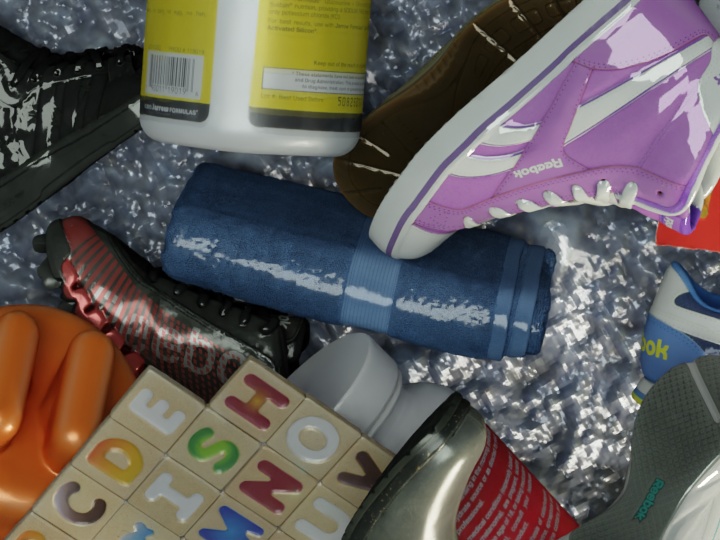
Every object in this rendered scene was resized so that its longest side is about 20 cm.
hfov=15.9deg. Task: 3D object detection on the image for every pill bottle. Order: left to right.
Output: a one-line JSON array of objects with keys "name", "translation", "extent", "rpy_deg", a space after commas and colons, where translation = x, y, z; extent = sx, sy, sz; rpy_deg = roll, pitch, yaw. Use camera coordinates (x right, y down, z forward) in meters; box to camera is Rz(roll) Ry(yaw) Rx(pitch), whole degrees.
[{"name": "pill bottle", "translation": [-0.047, -0.160, 1.263], "extent": [0.111, 0.112, 0.202], "rpy_deg": [6, 96, 5]}, {"name": "pill bottle", "translation": [0.037, 0.131, 1.295], "extent": [0.112, 0.112, 0.200], "rpy_deg": [-40, 108, 8]}]

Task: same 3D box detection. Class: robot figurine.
[{"name": "robot figurine", "translation": [-0.178, 0.091, 1.307], "extent": [0.143, 0.200, 0.117], "rpy_deg": [-23, 74, -26]}]

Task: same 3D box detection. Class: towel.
[{"name": "towel", "translation": [0.000, 0.000, 1.312], "extent": [0.198, 0.112, 0.049], "rpy_deg": [14, 108, 4]}]

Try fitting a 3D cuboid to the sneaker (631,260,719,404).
[{"name": "sneaker", "translation": [0.239, 0.038, 1.312], "extent": [0.198, 0.074, 0.083], "rpy_deg": [2, 93, 5]}]

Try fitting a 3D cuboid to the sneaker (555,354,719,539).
[{"name": "sneaker", "translation": [0.139, 0.141, 1.248], "extent": [0.070, 0.080, 0.201], "rpy_deg": [29, 75, 39]}]

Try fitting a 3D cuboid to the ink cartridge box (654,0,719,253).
[{"name": "ink cartridge box", "translation": [0.230, -0.101, 1.266], "extent": [0.050, 0.160, 0.202], "rpy_deg": [15, 96, 50]}]

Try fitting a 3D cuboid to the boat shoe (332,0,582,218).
[{"name": "boat shoe", "translation": [0.073, -0.097, 1.293], "extent": [0.199, 0.065, 0.072], "rpy_deg": [-35, 99, 29]}]

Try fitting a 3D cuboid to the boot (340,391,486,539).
[{"name": "boot", "translation": [0.049, 0.158, 1.183], "extent": [0.130, 0.068, 0.201], "rpy_deg": [32, 124, 8]}]

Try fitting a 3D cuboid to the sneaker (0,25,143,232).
[{"name": "sneaker", "translation": [-0.173, -0.095, 1.348], "extent": [0.199, 0.060, 0.105], "rpy_deg": [-35, 95, 11]}]

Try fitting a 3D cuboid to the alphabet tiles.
[{"name": "alphabet tiles", "translation": [-0.072, 0.136, 1.236], "extent": [0.167, 0.008, 0.200], "rpy_deg": [35, 114, -15]}]

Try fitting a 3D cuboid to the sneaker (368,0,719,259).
[{"name": "sneaker", "translation": [0.098, -0.043, 1.219], "extent": [0.200, 0.073, 0.115], "rpy_deg": [-41, 86, 28]}]

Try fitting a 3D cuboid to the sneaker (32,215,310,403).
[{"name": "sneaker", "translation": [-0.082, 0.037, 1.346], "extent": [0.098, 0.071, 0.201], "rpy_deg": [-42, 92, 8]}]
